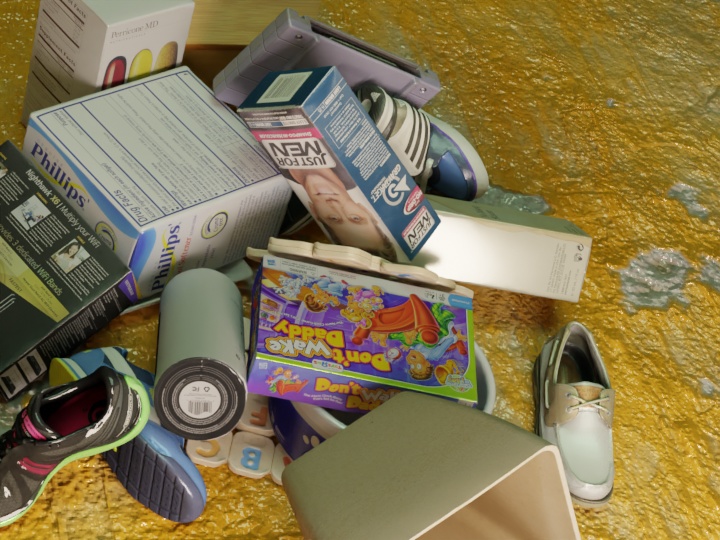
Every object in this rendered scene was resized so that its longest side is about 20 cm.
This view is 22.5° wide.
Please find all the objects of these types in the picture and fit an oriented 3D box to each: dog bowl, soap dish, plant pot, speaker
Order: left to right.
[{"bbox_3d":[-0.141,0.070,1.603,0.081,0.081,0.200,11,21,-9],"label":"speaker"},{"bbox_3d":[-0.154,-0.236,1.952,0.200,0.157,0.081,-2,62,-23],"label":"soap dish"},{"bbox_3d":[0.018,0.114,1.664,0.200,0.079,0.200,12,41,-11],"label":"dog bowl"},{"bbox_3d":[0.048,0.218,1.479,0.200,0.200,0.177,-32,39,-17],"label":"plant pot"}]

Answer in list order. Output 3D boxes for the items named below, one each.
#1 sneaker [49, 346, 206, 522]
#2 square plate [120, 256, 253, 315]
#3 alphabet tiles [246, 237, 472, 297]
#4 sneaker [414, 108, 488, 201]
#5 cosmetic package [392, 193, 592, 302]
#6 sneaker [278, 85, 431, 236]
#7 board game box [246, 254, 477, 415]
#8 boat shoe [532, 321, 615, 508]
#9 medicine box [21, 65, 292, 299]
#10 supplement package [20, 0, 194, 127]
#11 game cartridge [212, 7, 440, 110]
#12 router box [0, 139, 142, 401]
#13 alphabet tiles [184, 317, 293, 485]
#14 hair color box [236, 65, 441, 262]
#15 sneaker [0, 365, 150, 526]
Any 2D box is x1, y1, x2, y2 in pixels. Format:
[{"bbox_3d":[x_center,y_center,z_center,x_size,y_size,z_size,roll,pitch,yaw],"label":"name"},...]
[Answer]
[{"bbox_3d":[-0.189,0.135,1.588,0.082,0.074,0.200,-21,56,-39],"label":"sneaker"},{"bbox_3d":[-0.238,-0.030,1.782,0.200,0.028,0.198,-17,53,-34],"label":"square plate"},{"bbox_3d":[0.000,0.000,1.731,0.195,0.015,0.200,6,-9,30],"label":"alphabet tiles"},{"bbox_3d":[0.022,-0.117,1.949,0.200,0.081,0.146,43,56,17],"label":"sneaker"},{"bbox_3d":[0.125,-0.026,1.856,0.200,0.073,0.104,10,10,-12],"label":"cosmetic package"},{"bbox_3d":[-0.002,-0.093,1.845,0.115,0.200,0.076,20,37,-39],"label":"sneaker"},{"bbox_3d":[0.002,0.065,1.615,0.200,0.045,0.135,12,41,-10],"label":"board game box"},{"bbox_3d":[0.206,0.134,1.741,0.075,0.068,0.200,6,43,-15],"label":"boat shoe"},{"bbox_3d":[-0.199,-0.087,1.760,0.200,0.103,0.182,-24,57,-38],"label":"medicine box"},{"bbox_3d":[-0.259,-0.211,1.840,0.114,0.200,0.110,-23,56,-37],"label":"supplement package"},{"bbox_3d":[-0.034,-0.183,1.811,0.200,0.130,0.038,18,43,-37],"label":"game cartridge"},{"bbox_3d":[-0.322,-0.003,1.654,0.157,0.052,0.200,-38,64,-14],"label":"router box"},{"bbox_3d":[-0.092,0.116,1.690,0.200,0.015,0.196,15,41,-5],"label":"alphabet tiles"},{"bbox_3d":[-0.019,-0.098,1.718,0.100,0.200,0.061,2,47,49],"label":"hair color box"},{"bbox_3d":[-0.273,0.140,1.503,0.200,0.084,0.077,-36,57,-6],"label":"sneaker"}]
